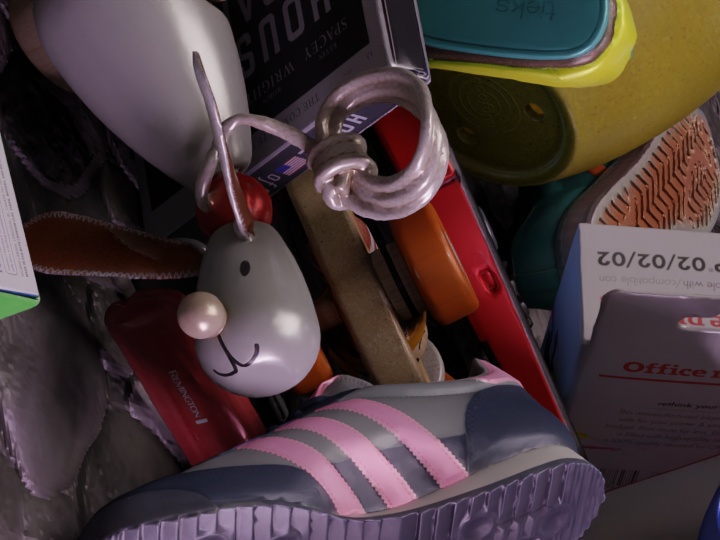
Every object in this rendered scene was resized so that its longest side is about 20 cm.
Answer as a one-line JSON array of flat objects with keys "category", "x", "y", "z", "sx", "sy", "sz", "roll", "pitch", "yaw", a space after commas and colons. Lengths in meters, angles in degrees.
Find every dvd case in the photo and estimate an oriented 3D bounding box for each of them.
[{"category": "dvd case", "x": -0.043, "y": -0.125, "z": 1.013, "sx": 0.025, "sy": 0.150, "sz": 0.200, "roll": 13, "pitch": 57, "yaw": -38}]

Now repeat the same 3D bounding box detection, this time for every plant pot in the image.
[{"category": "plant pot", "x": 0.088, "y": -0.124, "z": 1.284, "sx": 0.200, "sy": 0.200, "sz": 0.142, "roll": 55, "pitch": 52, "yaw": -29}]

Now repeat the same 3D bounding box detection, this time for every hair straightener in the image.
[{"category": "hair straightener", "x": -0.028, "y": 0.067, "z": 1.015, "sx": 0.200, "sy": 0.041, "sz": 0.077, "roll": 56, "pitch": 26, "yaw": -25}]

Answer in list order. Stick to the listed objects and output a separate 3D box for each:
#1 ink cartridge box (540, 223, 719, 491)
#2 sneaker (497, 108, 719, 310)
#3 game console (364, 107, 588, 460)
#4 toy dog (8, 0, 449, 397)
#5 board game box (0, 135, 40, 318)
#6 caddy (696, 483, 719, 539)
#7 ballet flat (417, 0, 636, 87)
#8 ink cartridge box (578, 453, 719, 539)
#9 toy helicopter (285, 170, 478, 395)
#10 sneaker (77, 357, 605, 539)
[{"category": "ink cartridge box", "x": 0.145, "y": 0.041, "z": 1.200, "sx": 0.200, "sy": 0.115, "sz": 0.068, "roll": 101, "pitch": -9, "yaw": -56}, {"category": "sneaker", "x": 0.120, "y": -0.033, "z": 1.352, "sx": 0.200, "sy": 0.080, "sz": 0.071, "roll": -36, "pitch": 115, "yaw": -56}, {"category": "game console", "x": 0.044, "y": -0.012, "z": 1.168, "sx": 0.177, "sy": 0.031, "sz": 0.200, "roll": 61, "pitch": 2, "yaw": -17}, {"category": "toy dog", "x": -0.075, "y": -0.058, "z": 0.924, "sx": 0.096, "sy": 0.132, "sz": 0.200, "roll": 13, "pitch": 28, "yaw": -48}, {"category": "board game box", "x": -0.181, "y": -0.064, "z": 0.791, "sx": 0.200, "sy": 0.040, "sz": 0.153, "roll": 14, "pitch": 58, "yaw": -62}, {"category": "caddy", "x": 0.225, "y": 0.112, "z": 0.985, "sx": 0.105, "sy": 0.200, "sz": 0.141, "roll": 62, "pitch": 22, "yaw": -55}, {"category": "ballet flat", "x": 0.020, "y": -0.109, "z": 1.113, "sx": 0.067, "sy": 0.200, "sz": 0.067, "roll": 27, "pitch": 76, "yaw": -71}, {"category": "ink cartridge box", "x": 0.125, "y": 0.206, "z": 1.100, "sx": 0.200, "sy": 0.145, "sz": 0.145, "roll": 62, "pitch": 24, "yaw": -14}, {"category": "toy helicopter", "x": 0.000, "y": 0.000, "z": 1.080, "sx": 0.132, "sy": 0.079, "sz": 0.200, "roll": 60, "pitch": 4, "yaw": -40}, {"category": "sneaker", "x": -0.017, "y": 0.076, "z": 0.938, "sx": 0.200, "sy": 0.070, "sz": 0.082, "roll": -5, "pitch": 41, "yaw": -29}]
